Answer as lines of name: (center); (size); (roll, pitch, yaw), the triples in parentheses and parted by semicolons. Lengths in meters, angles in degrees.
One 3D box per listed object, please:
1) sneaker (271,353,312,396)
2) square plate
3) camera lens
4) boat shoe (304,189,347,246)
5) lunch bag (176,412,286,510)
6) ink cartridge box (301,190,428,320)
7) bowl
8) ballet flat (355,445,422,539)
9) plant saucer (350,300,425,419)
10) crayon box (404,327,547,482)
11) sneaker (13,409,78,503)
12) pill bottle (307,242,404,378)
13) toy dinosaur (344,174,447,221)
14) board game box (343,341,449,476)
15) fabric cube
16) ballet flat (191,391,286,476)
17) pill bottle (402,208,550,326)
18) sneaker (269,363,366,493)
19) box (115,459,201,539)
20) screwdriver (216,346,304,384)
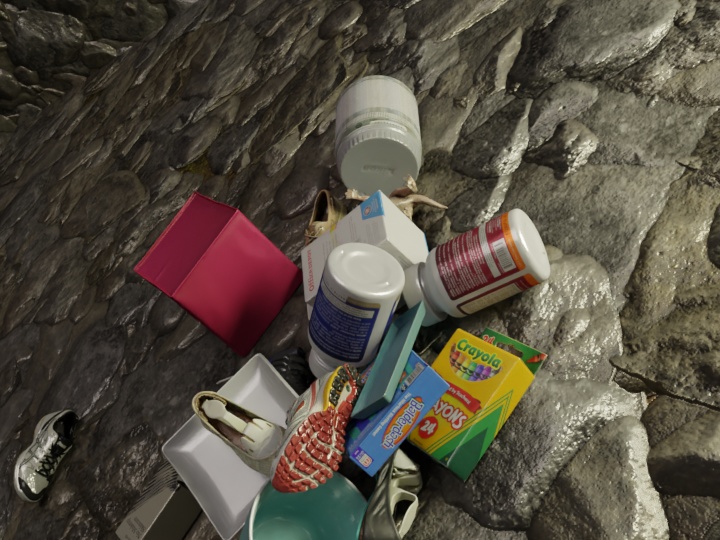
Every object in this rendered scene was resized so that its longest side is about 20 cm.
sneaker: (-0.095, 0.184, 1.273); (0.198, 0.071, 0.100); (3, 57, 46)
square plate: (-0.160, 0.243, 1.129); (0.200, 0.029, 0.198); (-44, 50, -9)
camera lens: (0.032, -0.247, 1.483); (0.158, 0.160, 0.202); (-26, 40, 24)
boat shoe: (-0.077, -0.061, 1.494); (0.070, 0.065, 0.202); (-19, 44, 31)
lunch bag: (-0.171, 0.282, 1.216); (0.198, 0.118, 0.165); (9, 60, 43)
ink cartridge box: (0.000, 0.000, 1.300); (0.199, 0.125, 0.130); (-36, 36, 22)
bowl: (-0.077, 0.357, 1.013); (0.105, 0.199, 0.203); (-40, 32, 39)
ballet flat: (0.044, 0.287, 1.040); (0.067, 0.069, 0.201); (-3, 35, 13)
plant saucer: (0.043, 0.120, 1.087); (0.070, 0.019, 0.201); (-39, 15, 37)
crayon box: (0.143, 0.162, 1.076); (0.201, 0.051, 0.126); (-53, 36, -11)
sneaker: (-0.632, 0.367, 1.627); (0.087, 0.076, 0.202); (-23, 42, 27)
pill bottle: (-0.015, 0.072, 1.194); (0.121, 0.118, 0.202); (-103, 24, -50)
toy dinosaur: (0.048, -0.100, 1.405); (0.197, 0.136, 0.087); (-18, 79, 1)
board game box: (0.033, 0.176, 1.095); (0.152, 0.045, 0.200); (-49, 12, -1)
fabric cube: (-0.264, 0.003, 1.506); (0.197, 0.199, 0.199); (-53, 37, -9)
ballet flat: (-0.157, 0.219, 1.084); (0.198, 0.063, 0.068); (18, 65, 34)
pill bottle: (0.162, 0.001, 1.160); (0.198, 0.110, 0.111); (-26, 40, 25)
sneaker: (-0.061, 0.208, 1.034); (0.081, 0.078, 0.200); (-24, 18, 37)
box: (-0.301, 0.367, 1.305); (0.082, 0.068, 0.201); (15, 67, 51)
screwdriver: (-0.181, 0.168, 1.404); (0.197, 0.029, 0.028); (-18, 43, 25)
